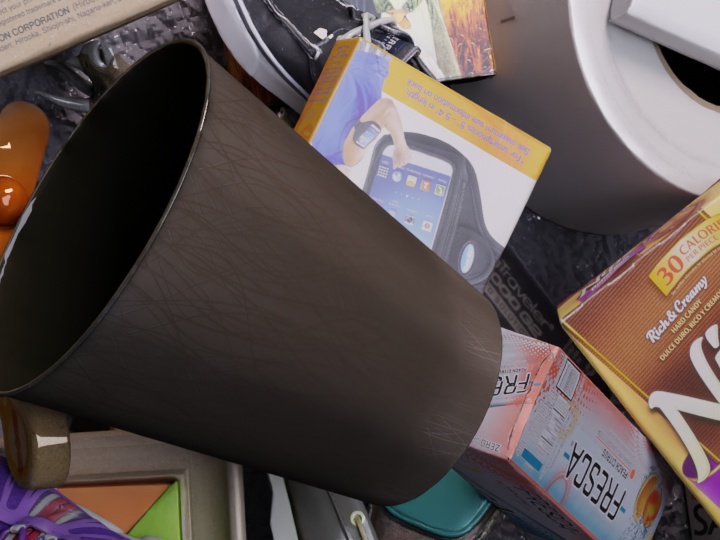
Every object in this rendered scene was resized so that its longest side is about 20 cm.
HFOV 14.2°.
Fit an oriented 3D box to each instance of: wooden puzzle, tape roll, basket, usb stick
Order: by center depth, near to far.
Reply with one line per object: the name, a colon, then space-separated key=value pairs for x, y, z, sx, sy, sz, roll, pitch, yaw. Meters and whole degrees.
basket: x=-0.045 y=0.019 z=1.319 sx=0.199 sy=0.136 sz=0.181 roll=30 pitch=99 yaw=-29
wooden puzzle: x=-0.152 y=0.172 z=1.401 sx=0.199 sy=0.037 sz=0.186 roll=-4 pitch=84 yaw=3
usb stick: x=0.067 y=0.006 z=1.594 sx=0.200 sy=0.033 sz=0.055 roll=52 pitch=57 yaw=-12
tape roll: x=0.166 y=-0.128 z=1.603 sx=0.202 sy=0.139 sz=0.204 roll=4 pitch=82 yaw=-28

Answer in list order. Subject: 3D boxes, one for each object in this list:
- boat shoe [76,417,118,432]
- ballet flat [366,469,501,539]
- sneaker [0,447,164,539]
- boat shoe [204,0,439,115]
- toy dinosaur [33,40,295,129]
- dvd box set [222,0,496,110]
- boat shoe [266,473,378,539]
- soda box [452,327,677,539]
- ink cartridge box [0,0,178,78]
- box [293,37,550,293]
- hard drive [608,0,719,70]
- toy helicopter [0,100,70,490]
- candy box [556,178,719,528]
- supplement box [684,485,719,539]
boat shoe: x=-0.100 y=0.116 z=1.472 sx=0.072 sy=0.072 sz=0.201 roll=-2 pitch=78 yaw=-26
ballet flat: x=0.029 y=0.149 z=1.534 sx=0.068 sy=0.075 sz=0.201 roll=24 pitch=70 yaw=8
sneaker: x=-0.152 y=0.131 z=1.349 sx=0.199 sy=0.083 sz=0.081 roll=20 pitch=84 yaw=2
boat shoe: x=0.001 y=-0.103 z=1.487 sx=0.200 sy=0.068 sz=0.072 roll=51 pitch=43 yaw=-6
toy dinosaur: x=-0.081 y=-0.030 z=1.483 sx=0.077 sy=0.102 sz=0.201 roll=-14 pitch=85 yaw=-67
dvd box set: x=-0.012 y=-0.192 z=1.554 sx=0.145 sy=0.029 sz=0.201 roll=-8 pitch=87 yaw=-9
boat shoe: x=-0.024 y=0.088 z=1.490 sx=0.060 sy=0.072 sz=0.203 roll=-12 pitch=70 yaw=-1
soda box: x=0.094 y=0.091 z=1.469 sx=0.064 sy=0.068 sz=0.200 roll=-65 pitch=149 yaw=-12
ink cartridge box: x=-0.173 y=-0.132 z=1.390 sx=0.164 sy=0.200 sz=0.075 roll=-28 pitch=97 yaw=-28
box: x=0.000 y=0.000 z=1.433 sx=0.119 sy=0.041 sz=0.201 roll=28 pitch=80 yaw=-18
hard drive: x=0.233 y=-0.159 z=1.548 sx=0.199 sy=0.027 sz=0.133 roll=21 pitch=74 yaw=-24
toy helicopter: x=-0.172 y=0.012 z=1.378 sx=0.078 sy=0.133 sz=0.201 roll=-5 pitch=54 yaw=-28
candy box: x=0.207 y=0.065 z=1.508 sx=0.117 sy=0.056 sz=0.200 roll=-39 pitch=93 yaw=7
supplement box: x=0.248 y=0.167 z=1.615 sx=0.073 sy=0.126 sz=0.201 roll=-6 pitch=86 yaw=-26
